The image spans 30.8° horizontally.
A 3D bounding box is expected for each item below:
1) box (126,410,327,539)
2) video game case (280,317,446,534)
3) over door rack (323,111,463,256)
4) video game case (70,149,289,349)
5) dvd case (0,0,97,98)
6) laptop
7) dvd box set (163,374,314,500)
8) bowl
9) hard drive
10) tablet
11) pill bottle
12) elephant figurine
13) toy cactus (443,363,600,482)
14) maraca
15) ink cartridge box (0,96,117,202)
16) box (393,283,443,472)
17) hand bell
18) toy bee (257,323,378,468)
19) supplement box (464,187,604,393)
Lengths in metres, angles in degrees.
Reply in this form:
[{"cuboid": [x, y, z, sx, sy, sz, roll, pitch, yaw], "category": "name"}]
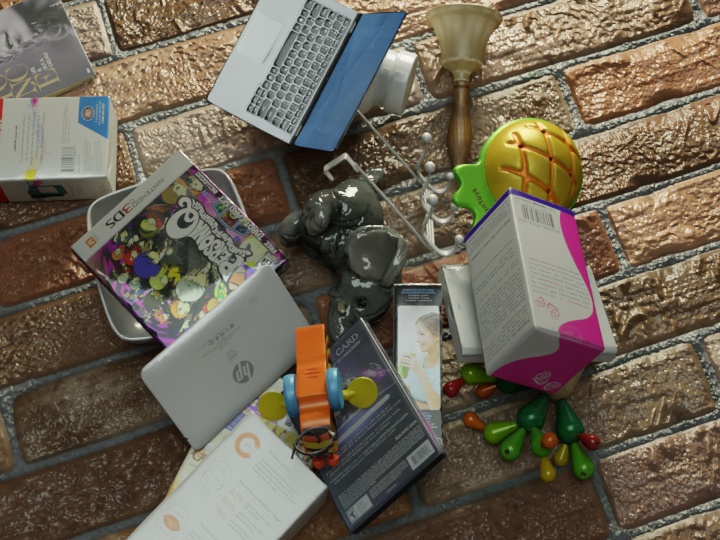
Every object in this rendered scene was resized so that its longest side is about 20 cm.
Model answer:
[{"cuboid": [-0.147, 0.280, 1.464, 0.124, 0.098, 0.200, 42, 74, 12], "category": "box"}, {"cuboid": [-0.002, 0.174, 1.486, 0.143, 0.019, 0.201, -43, 54, 16], "category": "video game case"}, {"cuboid": [0.047, -0.123, 1.587, 0.199, 0.067, 0.149, 35, 29, -24], "category": "over door rack"}, {"cuboid": [-0.215, -0.016, 1.562, 0.181, 0.036, 0.200, -43, 76, -13], "category": "video game case"}, {"cuboid": [-0.471, -0.279, 1.745, 0.198, 0.016, 0.150, -26, 72, -9], "category": "dvd case"}, {"cuboid": [-0.069, -0.257, 1.578, 0.198, 0.116, 0.189, 28, 85, 7], "category": "laptop"}, {"cuboid": [-0.128, 0.223, 1.554, 0.145, 0.029, 0.202, 23, 71, 7], "category": "dvd box set"}, {"cuboid": [-0.227, -0.010, 1.617, 0.197, 0.075, 0.203, -15, 70, -6], "category": "bowl"}, {"cuboid": [0.200, 0.051, 1.579, 0.197, 0.026, 0.133, 0, 52, -15], "category": "hard drive"}, {"cuboid": [-0.150, 0.102, 1.531, 0.199, 0.131, 0.014, -41, 31, -15], "category": "tablet"}, {"cuboid": [-0.030, -0.267, 1.692, 0.197, 0.112, 0.113, 17, 70, 6], "category": "pill bottle"}, {"cuboid": [0.000, 0.000, 1.597, 0.155, 0.141, 0.201, -41, 78, 25], "category": "elephant figurine"}, {"cuboid": [0.213, 0.154, 1.557, 0.199, 0.103, 0.165, 33, 62, 19], "category": "toy cactus"}, {"cuboid": [0.198, -0.112, 1.630, 0.199, 0.107, 0.138, -33, 86, -28], "category": "maraca"}, {"cuboid": [-0.415, -0.154, 1.672, 0.196, 0.067, 0.118, -1, 69, -1], "category": "ink cartridge box"}, {"cuboid": [0.068, 0.129, 1.546, 0.059, 0.117, 0.203, 0, 71, 2], "category": "box"}, {"cuboid": [0.130, -0.234, 1.708, 0.102, 0.104, 0.204, 4, 82, 1], "category": "hand bell"}, {"cuboid": [-0.055, 0.162, 1.457, 0.129, 0.110, 0.201, 6, 41, 20], "category": "toy bee"}, {"cuboid": [0.197, 0.024, 1.501, 0.100, 0.104, 0.202, 17, 45, -25], "category": "supplement box"}]
